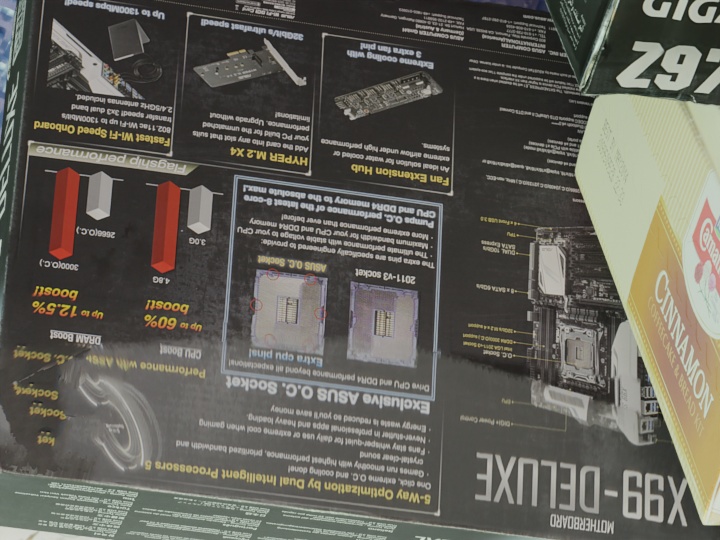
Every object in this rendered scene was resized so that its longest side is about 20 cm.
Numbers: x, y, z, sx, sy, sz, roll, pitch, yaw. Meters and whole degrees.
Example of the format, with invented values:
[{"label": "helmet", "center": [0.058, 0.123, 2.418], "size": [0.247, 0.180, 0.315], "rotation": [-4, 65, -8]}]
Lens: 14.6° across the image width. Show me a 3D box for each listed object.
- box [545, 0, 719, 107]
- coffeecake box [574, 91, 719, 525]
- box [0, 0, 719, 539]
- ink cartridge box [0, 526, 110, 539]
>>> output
[{"label": "box", "center": [0.113, -0.115, 0.728], "size": [0.159, 0.200, 0.049], "rotation": [5, 129, -17]}, {"label": "coffeecake box", "center": [0.171, 0.000, 0.706], "size": [0.200, 0.154, 0.073], "rotation": [8, 123, -14]}, {"label": "box", "center": [0.000, 0.000, 0.763], "size": [0.200, 0.050, 0.158], "rotation": [7, 67, -12]}, {"label": "ink cartridge box", "center": [-0.019, 0.107, 0.795], "size": [0.200, 0.044, 0.174], "rotation": [2, 86, -15]}]
